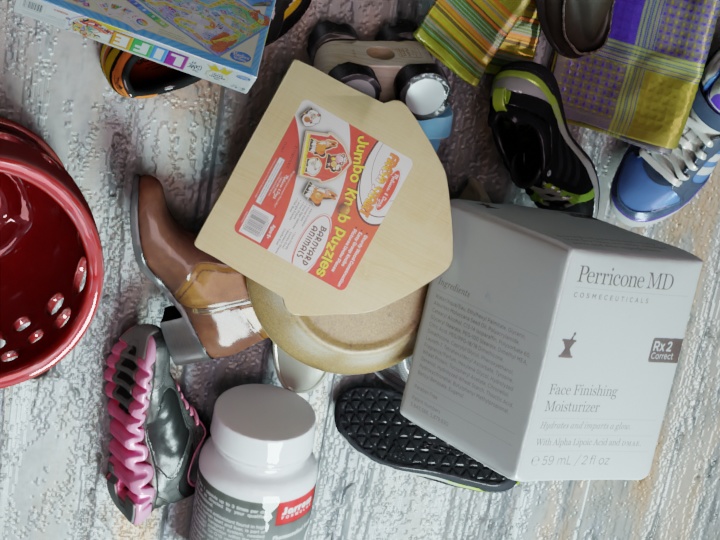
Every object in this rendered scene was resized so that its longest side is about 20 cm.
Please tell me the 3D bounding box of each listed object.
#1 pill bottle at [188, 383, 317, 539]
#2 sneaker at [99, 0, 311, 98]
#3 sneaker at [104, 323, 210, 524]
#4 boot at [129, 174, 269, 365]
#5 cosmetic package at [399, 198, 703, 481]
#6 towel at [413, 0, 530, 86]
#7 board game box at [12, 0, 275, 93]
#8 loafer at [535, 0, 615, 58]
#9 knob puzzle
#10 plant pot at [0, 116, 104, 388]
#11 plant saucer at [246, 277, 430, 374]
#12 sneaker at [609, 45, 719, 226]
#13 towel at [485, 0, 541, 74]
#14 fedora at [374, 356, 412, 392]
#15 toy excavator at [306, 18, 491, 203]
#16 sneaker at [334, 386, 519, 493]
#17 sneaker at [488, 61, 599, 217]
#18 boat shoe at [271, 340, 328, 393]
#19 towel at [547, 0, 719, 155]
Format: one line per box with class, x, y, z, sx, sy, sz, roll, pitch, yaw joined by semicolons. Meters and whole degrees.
pill bottle;-0.101;0.218;1.567;0.113;0.114;0.202;1;118;-17
sneaker;-0.122;-0.196;1.405;0.199;0.090;0.070;-25;117;-4
sneaker;-0.184;0.137;1.550;0.095;0.079;0.202;-10;119;-29
boot;-0.093;-0.018;1.460;0.198;0.069;0.190;-15;106;4
cosmetic package;0.162;0.058;1.428;0.164;0.165;0.202;4;104;-38
towel;0.128;-0.262;1.435;0.086;0.018;0.201;33;92;-41
board game box;-0.166;-0.240;1.347;0.198;0.034;0.136;19;67;-13
loafer;0.200;-0.268;1.422;0.073;0.071;0.201;-24;130;-30
knob puzzle;-0.012;-0.053;1.397;0.217;0.030;0.222;-1;95;-8
plant pot;-0.319;-0.028;1.368;0.199;0.183;0.202;-6;115;-14
plant saucer;0.000;0.000;1.449;0.198;0.035;0.202;-3;106;-12
sneaker;0.306;-0.134;1.521;0.200;0.147;0.081;-42;75;-3
towel;0.137;-0.272;1.480;0.085;0.018;0.202;7;110;-19
fedora;0.095;0.072;1.566;0.176;0.091;0.200;-37;124;14
toy excavator;0.037;-0.114;1.498;0.193;0.100;0.201;-2;127;-16
sneaker;0.064;0.176;1.631;0.199;0.083;0.072;23;76;0
sneaker;0.156;-0.097;1.505;0.071;0.083;0.201;-1;136;33
boat shoe;-0.047;0.016;1.543;0.066;0.057;0.202;4;117;0
towel;0.246;-0.214;1.492;0.023;0.143;0.202;-14;124;-60
